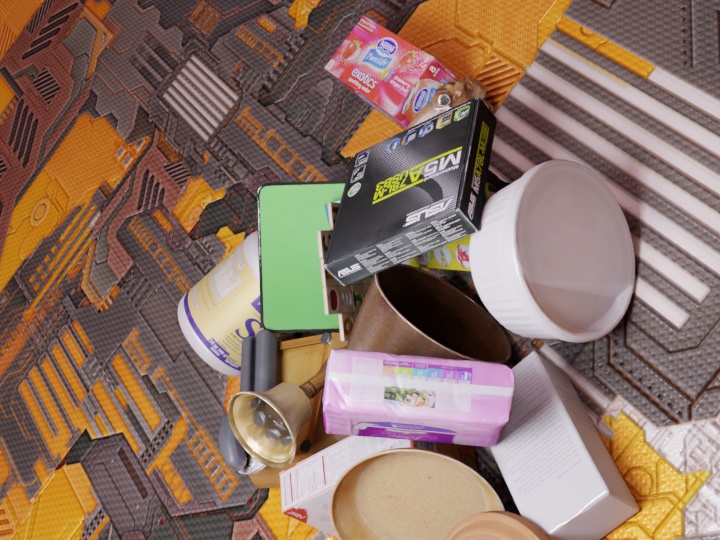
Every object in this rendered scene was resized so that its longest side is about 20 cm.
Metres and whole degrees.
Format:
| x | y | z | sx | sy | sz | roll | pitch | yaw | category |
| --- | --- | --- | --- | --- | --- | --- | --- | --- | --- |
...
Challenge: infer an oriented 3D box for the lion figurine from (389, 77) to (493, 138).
| x | y | z | sx | sy | sz | roll | pitch | yaw | category |
| --- | --- | --- | --- | --- | --- | --- | --- | --- | --- |
| 0.086 | -0.186 | 1.701 | 0.199 | 0.073 | 0.123 | -33 | 10 | 9 | lion figurine |

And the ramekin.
| x | y | z | sx | sy | sz | roll | pitch | yaw | category |
| --- | --- | --- | --- | --- | --- | --- | --- | --- | --- |
| 0.209 | -0.015 | 1.433 | 0.094 | 0.201 | 0.204 | -17 | 54 | 50 | ramekin |

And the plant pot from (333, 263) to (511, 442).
| x | y | z | sx | sy | sz | roll | pitch | yaw | category |
| --- | --- | --- | --- | --- | --- | --- | --- | --- | --- |
| 0.050 | 0.127 | 1.528 | 0.201 | 0.186 | 0.187 | -59 | 39 | 22 | plant pot |

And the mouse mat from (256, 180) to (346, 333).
| x | y | z | sx | sy | sz | roll | pitch | yaw | category |
| --- | --- | --- | --- | --- | --- | --- | --- | --- | --- |
| -0.055 | -0.017 | 1.678 | 0.008 | 0.159 | 0.202 | -103 | 12 | -80 | mouse mat |

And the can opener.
| x | y | z | sx | sy | sz | roll | pitch | yaw | category |
| --- | --- | --- | --- | --- | --- | --- | --- | --- | --- |
| -0.142 | 0.163 | 1.632 | 0.053 | 0.067 | 0.201 | -24 | 51 | 31 | can opener |

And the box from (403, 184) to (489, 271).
| x | y | z | sx | sy | sz | roll | pitch | yaw | category |
| --- | --- | --- | --- | --- | --- | --- | --- | --- | --- |
| 0.098 | -0.063 | 1.573 | 0.199 | 0.048 | 0.118 | 7 | 112 | 53 | box |

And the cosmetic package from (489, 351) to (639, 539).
| x | y | z | sx | sy | sz | roll | pitch | yaw | category |
| --- | --- | --- | --- | --- | --- | --- | --- | --- | --- |
| 0.207 | 0.199 | 1.389 | 0.101 | 0.071 | 0.201 | -41 | 44 | 19 | cosmetic package |

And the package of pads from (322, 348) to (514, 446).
| x | y | z | sx | sy | sz | roll | pitch | yaw | category |
| --- | --- | --- | --- | --- | --- | --- | --- | --- | --- |
| 0.060 | 0.137 | 1.358 | 0.198 | 0.121 | 0.076 | 4 | 69 | 2 | package of pads |

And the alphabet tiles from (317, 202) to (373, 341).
| x | y | z | sx | sy | sz | roll | pitch | yaw | category |
| --- | --- | --- | --- | --- | --- | --- | --- | --- | --- |
| 0.000 | 0.000 | 1.591 | 0.006 | 0.200 | 0.168 | -5 | 89 | 27 | alphabet tiles |

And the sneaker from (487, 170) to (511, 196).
| x | y | z | sx | sy | sz | roll | pitch | yaw | category |
| --- | --- | --- | --- | --- | --- | --- | --- | --- | --- |
| 0.167 | -0.049 | 1.597 | 0.200 | 0.075 | 0.116 | 40 | 136 | 28 | sneaker |

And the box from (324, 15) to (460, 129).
| x | y | z | sx | sy | sz | roll | pitch | yaw | category |
| --- | --- | --- | --- | --- | --- | --- | --- | --- | --- |
| 0.050 | -0.271 | 1.810 | 0.100 | 0.095 | 0.200 | -52 | 41 | 4 | box |

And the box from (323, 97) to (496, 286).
| x | y | z | sx | sy | sz | roll | pitch | yaw | category |
| --- | --- | --- | --- | --- | --- | --- | --- | --- | --- |
| 0.059 | -0.093 | 1.500 | 0.199 | 0.048 | 0.194 | -21 | 36 | 35 | box |

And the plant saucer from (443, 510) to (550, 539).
| x | y | z | sx | sy | sz | roll | pitch | yaw | category |
| --- | --- | --- | --- | --- | --- | --- | --- | --- | --- |
| 0.142 | 0.354 | 1.332 | 0.199 | 0.032 | 0.202 | -1 | 89 | 50 | plant saucer |

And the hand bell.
| x | y | z | sx | sy | sz | roll | pitch | yaw | category |
| --- | --- | --- | --- | --- | --- | --- | --- | --- | --- |
| -0.060 | 0.142 | 1.568 | 0.104 | 0.105 | 0.200 | -3 | 26 | 43 | hand bell |

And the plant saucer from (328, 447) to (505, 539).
| x | y | z | sx | sy | sz | roll | pitch | yaw | category |
| --- | --- | --- | --- | --- | --- | --- | --- | --- | --- |
| 0.065 | 0.265 | 1.416 | 0.199 | 0.200 | 0.036 | -31 | 22 | 27 | plant saucer |

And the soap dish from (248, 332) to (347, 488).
| x | y | z | sx | sy | sz | roll | pitch | yaw | category |
| --- | --- | --- | --- | --- | --- | --- | --- | --- | --- |
| -0.073 | 0.178 | 1.669 | 0.157 | 0.081 | 0.202 | -12 | 57 | 40 | soap dish |

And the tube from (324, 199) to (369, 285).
| x | y | z | sx | sy | sz | roll | pitch | yaw | category |
| --- | --- | --- | --- | --- | --- | --- | --- | --- | --- |
| -0.002 | 0.008 | 1.639 | 0.050 | 0.077 | 0.202 | -11 | 91 | 19 | tube |

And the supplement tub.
| x | y | z | sx | sy | sz | roll | pitch | yaw | category |
| --- | --- | --- | --- | --- | --- | --- | --- | --- | --- |
| -0.140 | 0.036 | 1.772 | 0.200 | 0.145 | 0.146 | -41 | 44 | 19 | supplement tub |

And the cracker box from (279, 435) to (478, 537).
| x | y | z | sx | sy | sz | roll | pitch | yaw | category |
| --- | --- | --- | --- | --- | --- | --- | --- | --- | --- |
| 0.021 | 0.245 | 1.496 | 0.199 | 0.134 | 0.058 | -30 | 47 | 28 | cracker box |
